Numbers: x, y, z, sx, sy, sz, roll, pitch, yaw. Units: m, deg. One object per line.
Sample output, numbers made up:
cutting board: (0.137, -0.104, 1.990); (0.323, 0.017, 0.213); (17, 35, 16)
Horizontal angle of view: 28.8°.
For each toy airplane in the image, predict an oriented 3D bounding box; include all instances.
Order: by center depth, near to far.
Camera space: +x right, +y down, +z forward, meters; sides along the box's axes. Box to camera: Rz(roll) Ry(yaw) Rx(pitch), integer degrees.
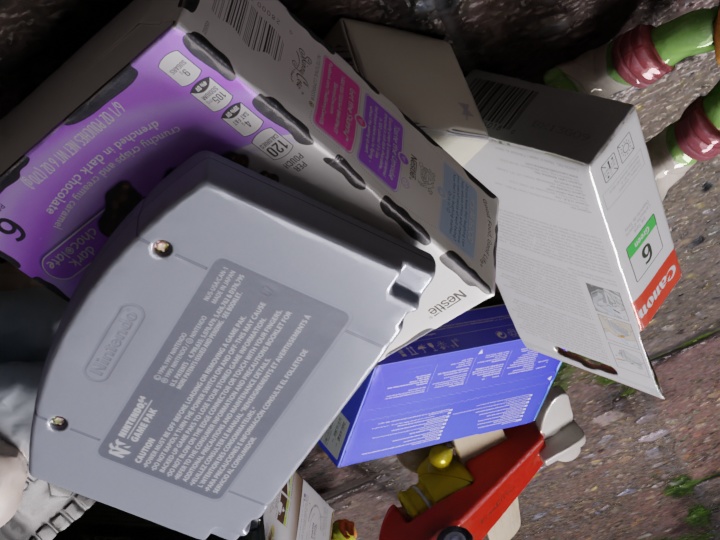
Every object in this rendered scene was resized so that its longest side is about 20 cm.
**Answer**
toy airplane: (0.095, 0.164, 1.204); (0.199, 0.141, 0.201); (-3, 115, -50)

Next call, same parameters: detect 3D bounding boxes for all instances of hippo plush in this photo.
hippo plush: (-0.232, 0.020, 0.719); (0.199, 0.160, 0.161); (15, 143, 25)

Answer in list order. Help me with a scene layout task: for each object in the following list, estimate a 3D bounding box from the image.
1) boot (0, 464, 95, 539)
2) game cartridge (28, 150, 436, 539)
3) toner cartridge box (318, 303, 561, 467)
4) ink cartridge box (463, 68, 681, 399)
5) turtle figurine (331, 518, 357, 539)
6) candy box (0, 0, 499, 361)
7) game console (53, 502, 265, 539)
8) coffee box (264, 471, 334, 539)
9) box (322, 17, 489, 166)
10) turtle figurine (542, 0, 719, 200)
boot: (-0.238, 0.130, 0.802); (0.200, 0.138, 0.078); (-40, 129, -24)
game cartridge: (-0.071, 0.040, 0.648); (0.133, 0.041, 0.200); (23, 124, -21)
toner cartridge box: (0.063, 0.080, 1.034); (0.199, 0.043, 0.095); (-7, 130, -39)
ink cartridge box: (0.121, -0.018, 0.802); (0.050, 0.109, 0.200); (-50, 137, -22)
turtle figurine: (-0.051, 0.273, 1.266); (0.161, 0.065, 0.200); (-37, -155, -29)
candy box: (-0.060, -0.029, 0.670); (0.168, 0.072, 0.200); (-33, 122, 32)
game console: (-0.145, 0.181, 1.013); (0.199, 0.177, 0.116); (-1, -167, 18)
coffee box: (-0.101, 0.206, 1.146); (0.114, 0.080, 0.200); (1, 157, 15)
box: (-0.026, -0.044, 0.769); (0.082, 0.069, 0.200); (6, 144, -40)
turtle figurine: (0.188, -0.097, 0.712); (0.144, 0.201, 0.194); (21, 144, -32)
